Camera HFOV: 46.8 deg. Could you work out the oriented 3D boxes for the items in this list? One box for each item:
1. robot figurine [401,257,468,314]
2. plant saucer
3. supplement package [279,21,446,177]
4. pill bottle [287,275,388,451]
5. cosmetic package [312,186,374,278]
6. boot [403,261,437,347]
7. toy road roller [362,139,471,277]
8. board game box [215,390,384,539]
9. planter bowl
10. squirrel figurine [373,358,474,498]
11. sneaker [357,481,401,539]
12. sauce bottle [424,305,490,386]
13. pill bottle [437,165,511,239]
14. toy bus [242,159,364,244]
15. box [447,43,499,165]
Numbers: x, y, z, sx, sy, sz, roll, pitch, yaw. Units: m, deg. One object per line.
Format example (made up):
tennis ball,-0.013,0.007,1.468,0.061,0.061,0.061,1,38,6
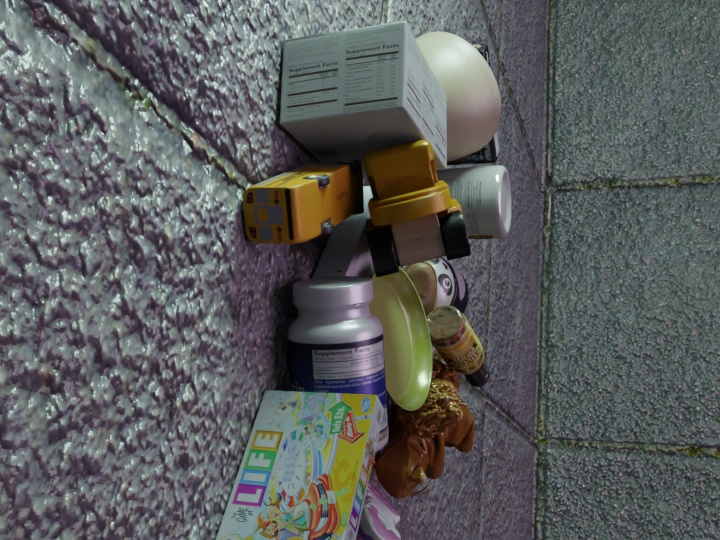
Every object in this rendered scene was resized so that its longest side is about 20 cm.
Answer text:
robot figurine,0.109,0.033,1.361,0.200,0.150,0.125,26,78,-69
plant saucer,0.043,0.090,1.120,0.200,0.031,0.200,39,44,-53
supplement package,0.010,-0.203,1.040,0.200,0.155,0.111,37,53,-66
pill bottle,-0.028,0.111,0.985,0.116,0.115,0.200,-19,107,-70
cosmetic package,0.000,0.000,1.165,0.200,0.052,0.151,-70,154,-46
boot,0.071,0.082,1.230,0.075,0.073,0.200,-111,-142,-87
toy road roller,0.062,-0.085,1.037,0.200,0.123,0.146,-82,159,-80
board game box,-0.061,0.219,0.859,0.034,0.134,0.200,68,28,-45
planter bowl,0.095,-0.248,1.277,0.135,0.200,0.201,-34,125,-36
squirrel figurine,0.083,0.237,1.248,0.187,0.141,0.200,-40,146,-51
sneaker,0.001,0.350,1.133,0.080,0.088,0.200,45,2,0
sauce bottle,0.158,0.123,1.284,0.200,0.066,0.066,49,43,-51
pill bottle,0.133,-0.105,1.323,0.114,0.200,0.115,-1,90,-71
toy bus,-0.057,-0.083,0.963,0.200,0.078,0.065,-41,129,-65
box,0.149,-0.280,1.435,0.049,0.161,0.200,-61,144,-56
